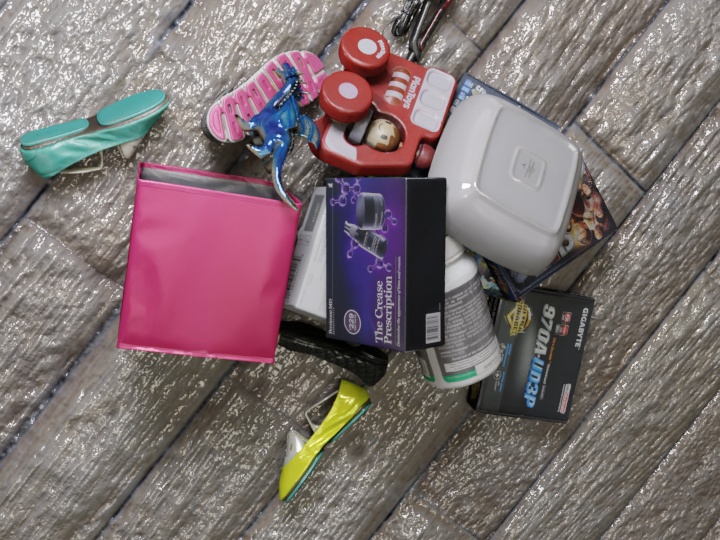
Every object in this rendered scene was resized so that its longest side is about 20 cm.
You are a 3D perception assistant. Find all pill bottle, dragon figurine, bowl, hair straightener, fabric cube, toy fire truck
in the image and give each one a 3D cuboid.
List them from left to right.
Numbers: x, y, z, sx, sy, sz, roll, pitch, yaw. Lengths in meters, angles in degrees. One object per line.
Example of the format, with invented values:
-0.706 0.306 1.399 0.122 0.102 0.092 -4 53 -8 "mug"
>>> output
-0.197 -0.016 1.061 0.194 0.200 0.202 6 102 -15 "fabric cube"
-0.087 -0.169 0.997 0.099 0.201 0.059 -31 139 7 "dragon figurine"
0.031 -0.204 1.076 0.166 0.112 0.202 20 58 -3 "toy fire truck"
0.080 -0.365 1.145 0.076 0.041 0.201 28 98 -17 "hair straightener"
0.111 0.044 1.107 0.112 0.113 0.202 -21 110 -9 "pill bottle"
0.192 -0.116 1.050 0.198 0.075 0.202 27 70 -15 "bowl"

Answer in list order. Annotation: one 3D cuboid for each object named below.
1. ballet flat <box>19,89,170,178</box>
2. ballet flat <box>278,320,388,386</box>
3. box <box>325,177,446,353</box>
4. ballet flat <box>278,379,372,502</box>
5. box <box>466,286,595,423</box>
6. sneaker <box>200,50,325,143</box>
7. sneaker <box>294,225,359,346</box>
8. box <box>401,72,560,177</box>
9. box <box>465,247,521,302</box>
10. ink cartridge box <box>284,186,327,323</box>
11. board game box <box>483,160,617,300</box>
-0.332 -0.170 1.073 0.198 0.068 0.071 -21 130 -9 "ballet flat"
-0.052 0.119 1.192 0.198 0.067 0.057 20 108 -15 "ballet flat"
0.029 -0.012 1.018 0.078 0.140 0.203 -5 97 -42 "box"
-0.067 0.243 1.221 0.067 0.067 0.200 41 87 4 "ballet flat"
0.260 0.125 1.278 0.157 0.046 0.203 10 98 -14 "box"
-0.134 -0.227 1.101 0.200 0.087 0.074 -40 111 -27 "sneaker"
-0.052 0.019 1.168 0.066 0.090 0.201 -46 119 -37 "sneaker"
0.162 -0.151 1.133 0.157 0.051 0.201 31 68 3 "box"
0.190 -0.070 1.201 0.135 0.040 0.202 18 82 -17 "box"
0.000 0.000 1.118 0.199 0.057 0.164 24 80 -41 "ink cartridge box"
0.257 -0.067 1.184 0.199 0.035 0.136 -32 98 -18 "board game box"
